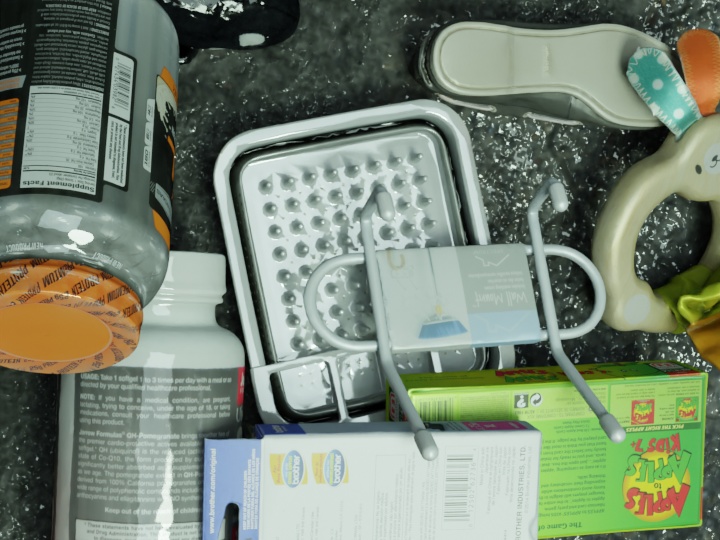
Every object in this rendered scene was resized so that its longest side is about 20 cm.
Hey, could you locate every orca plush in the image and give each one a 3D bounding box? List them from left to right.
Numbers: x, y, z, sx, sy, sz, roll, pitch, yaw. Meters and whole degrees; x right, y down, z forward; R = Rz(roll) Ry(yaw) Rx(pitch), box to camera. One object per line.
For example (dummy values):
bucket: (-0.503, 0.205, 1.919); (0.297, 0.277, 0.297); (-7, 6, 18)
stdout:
orca plush: (-0.126, -0.195, 0.901); (0.200, 0.071, 0.105); (35, 81, -11)

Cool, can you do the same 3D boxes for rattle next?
rattle: (0.227, -0.041, 0.934); (0.130, 0.143, 0.200); (9, 107, -14)

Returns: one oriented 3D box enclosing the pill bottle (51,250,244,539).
pill bottle: (-0.125, 0.089, 0.876); (0.111, 0.111, 0.200); (2, 89, -14)

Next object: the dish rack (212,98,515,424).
dish rack: (0.000, 0.000, 0.945); (0.172, 0.044, 0.200); (-12, 92, -14)

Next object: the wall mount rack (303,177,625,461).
wall mount rack: (0.073, 0.032, 0.887); (0.200, 0.075, 0.174); (-4, 70, -16)

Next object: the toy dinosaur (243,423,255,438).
toy dinosaur: (-0.057, 0.205, 0.927); (0.088, 0.047, 0.200); (16, 82, -7)

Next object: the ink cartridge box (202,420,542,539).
ink cartridge box: (0.005, 0.149, 0.862); (0.200, 0.042, 0.119); (0, 97, -14)

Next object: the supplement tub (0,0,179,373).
supplement tub: (-0.163, -0.053, 0.802); (0.122, 0.123, 0.200); (7, 61, -14)

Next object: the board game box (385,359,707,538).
board game box: (0.117, 0.114, 0.932); (0.200, 0.048, 0.102); (-2, 99, -16)

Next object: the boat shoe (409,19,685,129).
boat shoe: (0.129, -0.132, 0.981); (0.200, 0.057, 0.067); (5, 91, -19)
